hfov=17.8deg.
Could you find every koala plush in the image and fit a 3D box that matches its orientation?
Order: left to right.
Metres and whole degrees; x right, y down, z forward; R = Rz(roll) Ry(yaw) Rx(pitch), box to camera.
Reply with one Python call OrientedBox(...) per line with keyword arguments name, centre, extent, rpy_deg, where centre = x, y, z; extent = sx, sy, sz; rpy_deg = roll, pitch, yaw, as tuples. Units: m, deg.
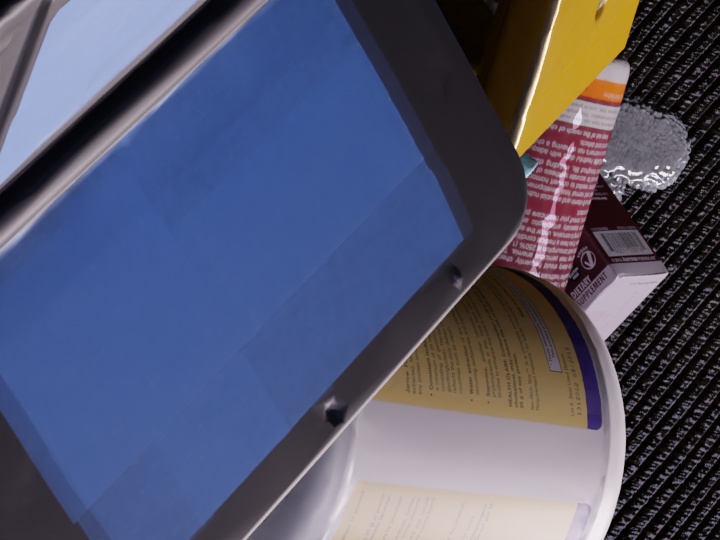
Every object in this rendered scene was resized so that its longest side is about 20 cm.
OrientedBox(name="koala plush", centre=(0.100, -0.084, 1.685), extent=(0.178, 0.183, 0.200), rpy_deg=(-58, -155, -5))

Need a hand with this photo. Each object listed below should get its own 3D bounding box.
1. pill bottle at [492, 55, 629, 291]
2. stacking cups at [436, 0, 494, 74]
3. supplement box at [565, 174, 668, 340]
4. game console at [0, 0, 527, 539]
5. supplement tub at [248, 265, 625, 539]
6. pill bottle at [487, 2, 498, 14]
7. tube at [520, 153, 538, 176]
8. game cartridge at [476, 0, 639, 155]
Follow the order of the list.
OrientedBox(name="pill bottle", centre=(0.070, -0.038, 1.297), extent=(0.114, 0.113, 0.202), rpy_deg=(-35, 142, -79))
OrientedBox(name="stacking cups", centre=(-0.015, -0.054, 1.077), extent=(0.200, 0.060, 0.061), rpy_deg=(-47, 179, 35))
OrientedBox(name="supplement box", centre=(0.099, -0.041, 1.497), extent=(0.061, 0.201, 0.109), rpy_deg=(-3, 143, -47))
OrientedBox(name="game console", centre=(-0.021, -0.030, 0.544), extent=(0.200, 0.118, 0.171), rpy_deg=(-48, 178, -31))
OrientedBox(name="supplement tub", centre=(-0.012, 0.059, 0.881), extent=(0.199, 0.146, 0.146), rpy_deg=(10, 132, -39))
OrientedBox(name="pill bottle", centre=(0.052, -0.058, 1.413), extent=(0.200, 0.113, 0.113), rpy_deg=(-49, 177, 16))
OrientedBox(name="tube", centre=(0.000, 0.000, 1.151), extent=(0.200, 0.077, 0.050), rpy_deg=(-52, -169, -4))
OrientedBox(name="game cartridge", centre=(0.106, -0.165, 1.011), extent=(0.176, 0.032, 0.201), rpy_deg=(-44, 152, -58))
